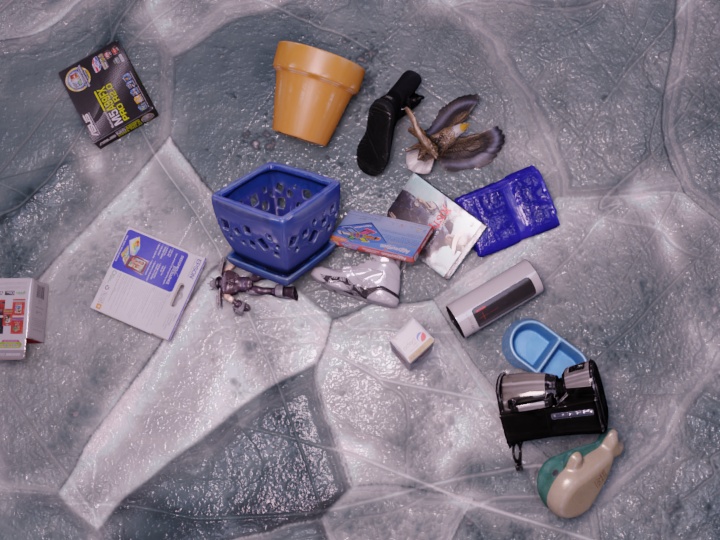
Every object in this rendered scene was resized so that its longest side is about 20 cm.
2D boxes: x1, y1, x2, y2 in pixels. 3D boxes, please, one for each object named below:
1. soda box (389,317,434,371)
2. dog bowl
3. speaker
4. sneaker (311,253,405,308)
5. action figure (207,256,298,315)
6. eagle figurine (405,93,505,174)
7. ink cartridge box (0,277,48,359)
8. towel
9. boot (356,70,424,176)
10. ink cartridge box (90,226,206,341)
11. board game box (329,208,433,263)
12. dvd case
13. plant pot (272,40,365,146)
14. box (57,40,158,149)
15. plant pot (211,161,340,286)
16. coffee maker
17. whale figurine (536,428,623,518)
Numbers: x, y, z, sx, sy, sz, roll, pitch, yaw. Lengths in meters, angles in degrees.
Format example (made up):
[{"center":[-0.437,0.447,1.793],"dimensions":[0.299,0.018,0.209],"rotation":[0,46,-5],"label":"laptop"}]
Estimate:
[{"center":[0.103,0.151,1.633],"dimensions":[0.068,0.200,0.064],"rotation":[-42,79,-5],"label":"soda box"},{"center":[0.388,0.179,1.686],"dimensions":[0.199,0.050,0.112],"rotation":[37,83,10],"label":"dog bowl"},{"center":[0.280,0.060,1.703],"dimensions":[0.199,0.081,0.082],"rotation":[-30,78,-3],"label":"speaker"},{"center":[0.000,0.000,1.738],"dimensions":[0.198,0.075,0.116],"rotation":[18,79,3],"label":"sneaker"},{"center":[-0.237,0.031,1.751],"dimensions":[0.197,0.069,0.132],"rotation":[0,85,8],"label":"action figure"},{"center":[0.201,-0.293,1.768],"dimensions":[0.150,0.199,0.153],"rotation":[19,120,42],"label":"eagle figurine"},{"center":[-0.795,0.110,1.760],"dimensions":[0.197,0.084,0.178],"rotation":[0,78,4],"label":"ink cartridge box"},{"center":[0.317,-0.130,1.754],"dimensions":[0.198,0.050,0.149],"rotation":[-23,77,-1],"label":"towel"},{"center":[0.070,-0.324,1.786],"dimensions":[0.076,0.201,0.168],"rotation":[28,47,15],"label":"boot"},{"center":[-0.460,0.031,1.776],"dimensions":[0.198,0.047,0.199],"rotation":[22,79,6],"label":"ink cartridge box"},{"center":[0.044,-0.075,1.721],"dimensions":[0.198,0.020,0.103],"rotation":[14,48,26],"label":"board game box"},{"center":[0.153,-0.095,1.749],"dimensions":[0.199,0.022,0.147],"rotation":[38,100,12],"label":"dvd case"},{"center":[-0.110,-0.377,1.771],"dimensions":[0.198,0.200,0.185],"rotation":[18,96,7],"label":"plant pot"},{"center":[-0.581,-0.406,1.871],"dimensions":[0.159,0.044,0.201],"rotation":[-29,78,-3],"label":"box"},{"center":[-0.167,-0.091,1.671],"dimensions":[0.198,0.181,0.200],"rotation":[20,38,29],"label":"plant pot"},{"center":[0.386,0.281,1.608],"dimensions":[0.198,0.135,0.194],"rotation":[-10,120,22],"label":"coffee maker"},{"center":[0.431,0.390,1.608],"dimensions":[0.200,0.159,0.104],"rotation":[-46,42,-7],"label":"whale figurine"}]
